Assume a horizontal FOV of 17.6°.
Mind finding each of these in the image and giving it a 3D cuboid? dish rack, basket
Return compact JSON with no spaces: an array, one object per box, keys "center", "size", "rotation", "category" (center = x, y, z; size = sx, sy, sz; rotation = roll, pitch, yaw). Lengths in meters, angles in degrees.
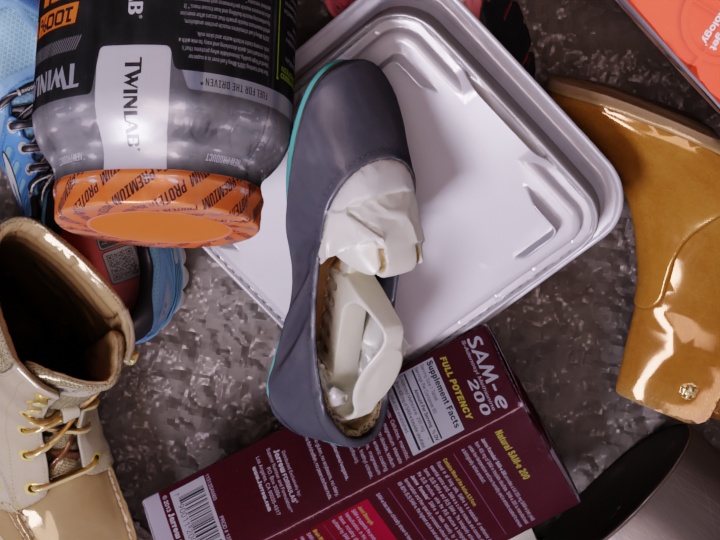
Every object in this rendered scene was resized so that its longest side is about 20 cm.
[{"center":[0.011,-0.031,1.144],"size":[0.200,0.044,0.172],"rotation":[-37,104,31],"category":"dish rack"},{"center":[0.195,0.190,1.203],"size":[0.200,0.180,0.136],"rotation":[47,56,-4],"category":"basket"}]

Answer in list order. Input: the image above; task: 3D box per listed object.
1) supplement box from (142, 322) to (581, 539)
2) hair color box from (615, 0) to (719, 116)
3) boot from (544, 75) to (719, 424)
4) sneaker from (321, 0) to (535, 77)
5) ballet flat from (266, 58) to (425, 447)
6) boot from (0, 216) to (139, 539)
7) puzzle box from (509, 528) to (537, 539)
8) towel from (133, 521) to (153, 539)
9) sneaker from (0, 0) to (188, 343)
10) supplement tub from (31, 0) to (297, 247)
[{"center":[0.002,0.118,1.188],"size":[0.199,0.061,0.109],"rotation":[-27,141,4],"category":"supplement box"},{"center":[0.142,-0.157,1.127],"size":[0.061,0.102,0.200],"rotation":[-43,102,8],"category":"hair color box"},{"center":[0.158,-0.003,1.184],"size":[0.200,0.071,0.145],"rotation":[23,102,-13],"category":"boot"},{"center":[0.026,-0.133,1.155],"size":[0.086,0.074,0.201],"rotation":[-13,108,23],"category":"sneaker"},{"center":[0.000,0.000,1.091],"size":[0.073,0.073,0.201],"rotation":[6,120,-5],"category":"ballet flat"},{"center":[-0.147,0.073,1.131],"size":[0.073,0.155,0.201],"rotation":[-26,93,-27],"category":"boot"},{"center":[0.066,0.237,1.265],"size":[0.132,0.025,0.201],"rotation":[-22,105,4],"category":"puzzle box"},{"center":[-0.210,0.147,1.223],"size":[0.200,0.034,0.133],"rotation":[35,101,-11],"category":"towel"},{"center":[-0.139,-0.053,1.145],"size":[0.078,0.090,0.201],"rotation":[-24,104,3],"category":"sneaker"},{"center":[-0.090,-0.118,1.080],"size":[0.122,0.123,0.201],"rotation":[2,78,-4],"category":"supplement tub"}]
